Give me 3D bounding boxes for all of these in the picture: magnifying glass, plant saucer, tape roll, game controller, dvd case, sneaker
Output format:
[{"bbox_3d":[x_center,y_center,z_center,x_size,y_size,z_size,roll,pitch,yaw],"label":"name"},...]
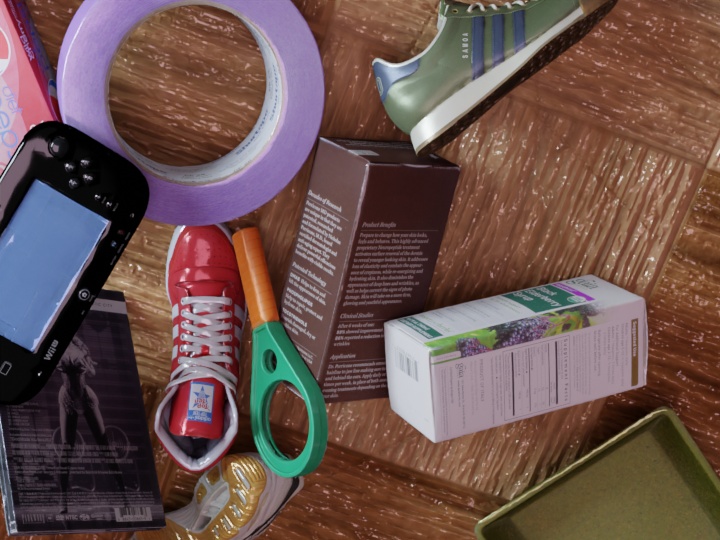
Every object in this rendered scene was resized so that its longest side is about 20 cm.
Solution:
[{"bbox_3d":[-0.069,0.064,1.142,0.079,0.022,0.202,-29,71,45],"label":"magnifying glass"},{"bbox_3d":[0.229,0.235,1.259,0.199,0.048,0.201,-34,105,9],"label":"plant saucer"},{"bbox_3d":[-0.130,-0.139,1.105,0.198,0.066,0.202,-4,105,-14],"label":"tape roll"},{"bbox_3d":[-0.237,-0.004,1.045,0.104,0.042,0.201,31,88,-13],"label":"game controller"},{"bbox_3d":[-0.226,0.104,1.120,0.016,0.148,0.202,-26,68,34],"label":"dvd case"},{"bbox_3d":[-0.128,0.063,1.165,0.070,0.113,0.202,0,107,0],"label":"sneaker"},{"bbox_3d":[0.097,-0.182,1.116,0.200,0.067,0.090,-38,81,-3],"label":"sneaker"},{"bbox_3d":[-0.122,0.223,1.236,0.200,0.087,0.076,-41,69,32],"label":"sneaker"}]

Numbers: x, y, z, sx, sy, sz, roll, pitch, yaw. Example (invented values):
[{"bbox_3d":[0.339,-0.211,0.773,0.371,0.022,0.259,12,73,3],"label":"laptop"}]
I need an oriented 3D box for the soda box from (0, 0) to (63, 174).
[{"bbox_3d":[-0.276,-0.144,1.125,0.069,0.063,0.201,-19,106,5],"label":"soda box"}]

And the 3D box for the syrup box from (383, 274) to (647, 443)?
[{"bbox_3d":[0.125,0.066,1.152,0.198,0.079,0.082,-13,110,-22],"label":"syrup box"}]

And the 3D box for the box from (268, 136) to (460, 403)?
[{"bbox_3d":[0.000,0.000,1.148,0.100,0.075,0.202,0,113,-41],"label":"box"}]
